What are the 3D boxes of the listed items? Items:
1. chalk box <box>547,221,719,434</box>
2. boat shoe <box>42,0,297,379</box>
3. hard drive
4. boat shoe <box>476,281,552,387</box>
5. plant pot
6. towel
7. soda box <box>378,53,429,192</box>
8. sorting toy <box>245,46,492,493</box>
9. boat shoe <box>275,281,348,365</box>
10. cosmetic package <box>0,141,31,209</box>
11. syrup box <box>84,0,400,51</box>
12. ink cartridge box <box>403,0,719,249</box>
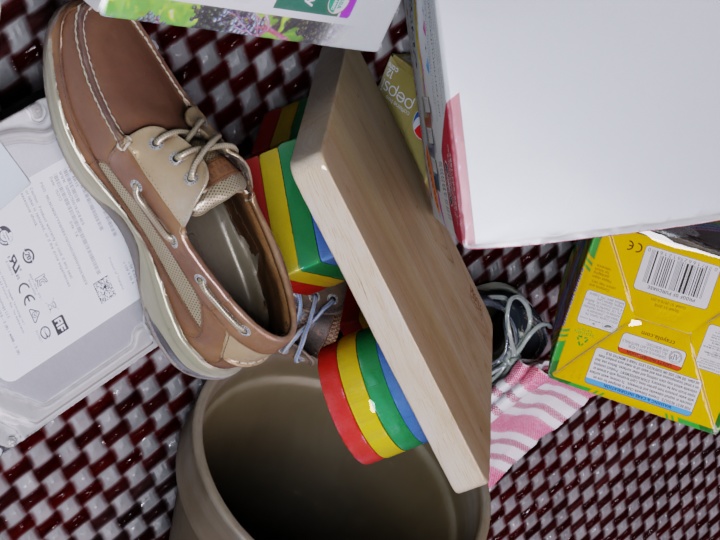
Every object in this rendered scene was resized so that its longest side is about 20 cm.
[{"bbox_3d":[0.208,0.004,1.389,0.200,0.124,0.124,-64,171,-69],"label":"chalk box"},{"bbox_3d":[-0.085,-0.044,0.969,0.076,0.072,0.201,-39,109,-43],"label":"boat shoe"},{"bbox_3d":[-0.146,-0.014,0.980,0.200,0.038,0.140,-36,109,-45],"label":"hard drive"},{"bbox_3d":[0.080,0.042,1.372,0.075,0.062,0.200,-58,146,5],"label":"boat shoe"},{"bbox_3d":[-0.043,0.170,1.270,0.200,0.200,0.174,-15,150,-40],"label":"plant pot"},{"bbox_3d":[0.084,0.136,1.440,0.200,0.030,0.146,-46,159,16],"label":"towel"},{"bbox_3d":[0.093,-0.092,1.259,0.200,0.064,0.068,-5,126,-46],"label":"soda box"},{"bbox_3d":[0.000,0.000,1.091,0.069,0.199,0.200,-22,110,13],"label":"sorting toy"},{"bbox_3d":[-0.040,0.016,1.202,0.200,0.072,0.072,1,122,-49],"label":"boat shoe"},{"bbox_3d":[-0.247,-0.049,0.791,0.151,0.200,0.052,-44,146,-8],"label":"cosmetic package"},{"bbox_3d":[-0.062,-0.169,0.995,0.200,0.081,0.079,1,122,-48],"label":"syrup box"},{"bbox_3d":[0.106,-0.097,1.058,0.144,0.200,0.146,-8,96,-1],"label":"ink cartridge box"}]
